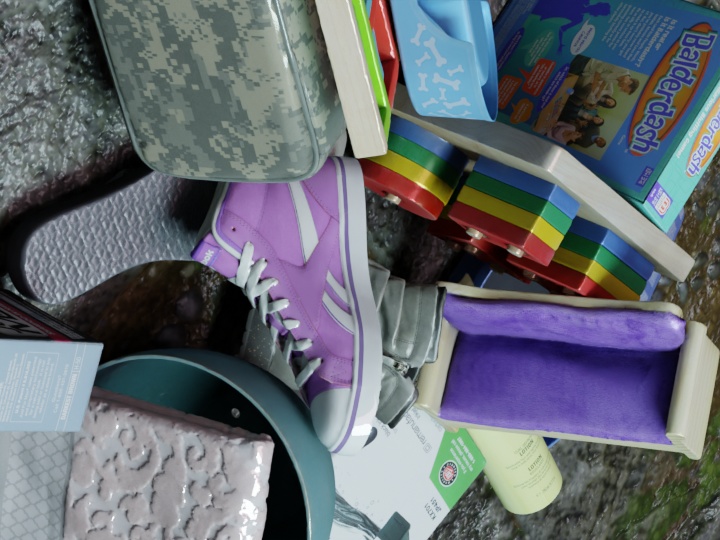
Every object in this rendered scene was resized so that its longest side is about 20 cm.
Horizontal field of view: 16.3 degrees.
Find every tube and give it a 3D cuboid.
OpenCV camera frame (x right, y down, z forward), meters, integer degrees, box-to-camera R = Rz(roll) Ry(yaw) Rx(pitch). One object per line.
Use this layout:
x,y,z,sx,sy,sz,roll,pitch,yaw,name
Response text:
0.091,0.098,1.847,0.058,0.052,0.200,-87,155,-50,tube

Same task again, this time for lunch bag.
-0.070,-0.171,1.532,0.168,0.139,0.200,-61,146,-44,lunch bag

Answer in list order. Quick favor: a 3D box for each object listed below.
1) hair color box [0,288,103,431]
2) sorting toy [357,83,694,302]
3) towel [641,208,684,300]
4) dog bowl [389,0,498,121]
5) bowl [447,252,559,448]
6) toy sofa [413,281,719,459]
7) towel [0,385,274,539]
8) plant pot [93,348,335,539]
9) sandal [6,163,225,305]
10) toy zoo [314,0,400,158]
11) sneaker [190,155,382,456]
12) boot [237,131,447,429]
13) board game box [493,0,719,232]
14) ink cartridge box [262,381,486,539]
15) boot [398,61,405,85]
-0.260,0.049,1.462,0.200,0.099,0.061,4,106,-48,hair color box
0.095,-0.044,1.722,0.200,0.199,0.070,34,83,-49,sorting toy
0.189,-0.067,1.905,0.200,0.024,0.147,61,43,-36,towel
0.046,-0.187,1.572,0.112,0.049,0.201,-69,149,-69,dog bowl
0.125,0.048,1.924,0.200,0.039,0.201,-23,124,-39,bowl
0.136,0.069,1.712,0.098,0.199,0.083,43,57,-59,toy sofa
-0.153,0.176,1.574,0.032,0.191,0.201,-28,129,-64,towel
-0.097,0.137,1.633,0.135,0.200,0.201,-27,130,-65,plant pot
-0.142,-0.036,1.599,0.200,0.043,0.076,-17,111,-37,sandal
0.001,-0.176,1.515,0.200,0.020,0.131,-81,160,-55,toy zoo
-0.052,0.021,1.580,0.114,0.073,0.201,3,64,-22,sneaker
0.000,0.000,1.689,0.068,0.130,0.201,-70,174,-71,boot
0.169,-0.128,1.761,0.152,0.200,0.045,-56,139,-9,board game box
-0.020,0.159,1.786,0.200,0.083,0.147,-50,137,-17,ink cartridge box
0.070,-0.240,1.691,0.158,0.079,0.212,-32,129,-33,boot
